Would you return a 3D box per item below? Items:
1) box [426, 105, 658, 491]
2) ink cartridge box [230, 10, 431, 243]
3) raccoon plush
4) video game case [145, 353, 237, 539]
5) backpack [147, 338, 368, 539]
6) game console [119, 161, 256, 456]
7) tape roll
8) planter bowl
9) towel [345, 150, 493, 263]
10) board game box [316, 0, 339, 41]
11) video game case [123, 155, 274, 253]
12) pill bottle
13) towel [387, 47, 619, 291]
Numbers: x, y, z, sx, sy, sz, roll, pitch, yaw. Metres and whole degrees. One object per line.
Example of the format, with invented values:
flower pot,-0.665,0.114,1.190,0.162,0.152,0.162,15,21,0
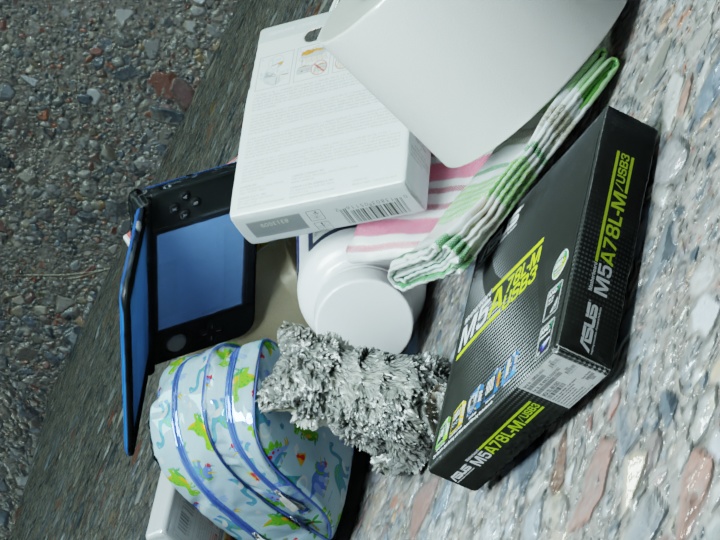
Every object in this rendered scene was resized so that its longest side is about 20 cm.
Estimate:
box,0.118,0.022,1.306,0.200,0.047,0.195,130,158,-55
ink cartridge box,-0.019,-0.126,1.629,0.159,0.047,0.202,-11,53,24
raccoon plush,0.008,0.076,1.476,0.200,0.133,0.097,-45,24,60
video game case,-0.104,0.199,1.678,0.023,0.182,0.201,-22,36,26
backpack,-0.081,0.139,1.607,0.153,0.199,0.164,-28,40,45
game console,-0.146,0.033,1.691,0.119,0.169,0.201,53,150,39
tape roll,0.085,-0.196,1.476,0.203,0.139,0.203,-45,13,13
planter bowl,-0.086,0.023,1.909,0.134,0.200,0.201,-30,30,24
towel,0.066,-0.098,1.602,0.145,0.030,0.202,-8,55,38
board game box,0.027,-0.245,1.946,0.200,0.026,0.201,1,-65,-64
video game case,-0.110,-0.051,1.775,0.199,0.017,0.143,-36,-26,-8
pill bottle,0.000,0.000,1.698,0.200,0.110,0.112,-93,28,-63
towel,0.099,-0.074,1.450,0.200,0.031,0.149,-52,9,-15
